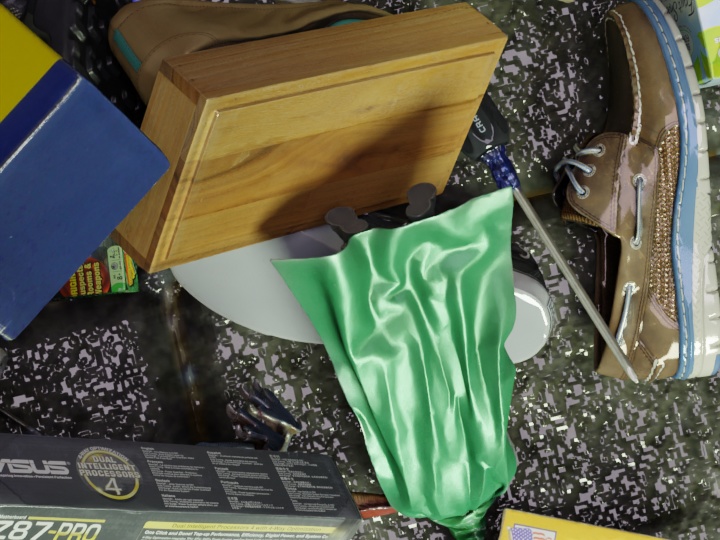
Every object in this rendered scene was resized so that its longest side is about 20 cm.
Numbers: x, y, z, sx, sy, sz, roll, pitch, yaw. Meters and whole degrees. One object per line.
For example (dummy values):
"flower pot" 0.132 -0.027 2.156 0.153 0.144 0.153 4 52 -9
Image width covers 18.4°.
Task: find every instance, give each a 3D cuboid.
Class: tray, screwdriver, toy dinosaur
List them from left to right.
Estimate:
"toy dinosaur" -0.104 0.140 1.099 0.200 0.105 0.182 38 102 -16
"tray" -0.021 -0.065 1.059 0.200 0.099 0.037 -16 49 -43
"screwdriver" 0.085 -0.027 1.133 0.029 0.028 0.200 -18 73 -31

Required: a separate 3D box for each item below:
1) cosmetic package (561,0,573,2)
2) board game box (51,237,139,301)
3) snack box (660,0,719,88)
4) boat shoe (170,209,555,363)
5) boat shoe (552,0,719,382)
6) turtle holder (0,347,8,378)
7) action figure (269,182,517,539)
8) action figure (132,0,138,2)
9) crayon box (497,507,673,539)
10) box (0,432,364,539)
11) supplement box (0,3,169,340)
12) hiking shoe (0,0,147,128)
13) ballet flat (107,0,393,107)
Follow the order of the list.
"cosmetic package" 0.089 -0.191 1.074 0.103 0.200 0.073 17 87 -7
"board game box" -0.172 -0.083 1.106 0.105 0.023 0.200 -7 89 18
"snack box" 0.231 -0.209 1.162 0.169 0.068 0.200 -14 92 -9
"boat shoe" 0.000 0.000 1.129 0.200 0.057 0.069 14 124 -9
"boat shoe" 0.138 -0.041 1.142 0.072 0.072 0.200 -8 89 -7
"turtle holder" -0.235 0.030 1.060 0.132 0.141 0.186 27 54 -1
"action figure" 0.034 0.056 1.096 0.118 0.055 0.200 -14 120 0
"action figure" -0.085 -0.189 1.114 0.099 0.065 0.200 -9 101 -27
"crayon box" 0.109 0.229 1.140 0.126 0.052 0.200 12 87 -8
"box" -0.120 0.149 1.028 0.200 0.049 0.161 6 132 -37
"supplement box" -0.200 -0.081 0.963 0.200 0.109 0.110 41 88 23
"hiking shoe" -0.161 -0.116 1.062 0.101 0.076 0.200 -11 82 27
"ballet flat" -0.044 -0.112 1.085 0.063 0.200 0.069 43 116 25
